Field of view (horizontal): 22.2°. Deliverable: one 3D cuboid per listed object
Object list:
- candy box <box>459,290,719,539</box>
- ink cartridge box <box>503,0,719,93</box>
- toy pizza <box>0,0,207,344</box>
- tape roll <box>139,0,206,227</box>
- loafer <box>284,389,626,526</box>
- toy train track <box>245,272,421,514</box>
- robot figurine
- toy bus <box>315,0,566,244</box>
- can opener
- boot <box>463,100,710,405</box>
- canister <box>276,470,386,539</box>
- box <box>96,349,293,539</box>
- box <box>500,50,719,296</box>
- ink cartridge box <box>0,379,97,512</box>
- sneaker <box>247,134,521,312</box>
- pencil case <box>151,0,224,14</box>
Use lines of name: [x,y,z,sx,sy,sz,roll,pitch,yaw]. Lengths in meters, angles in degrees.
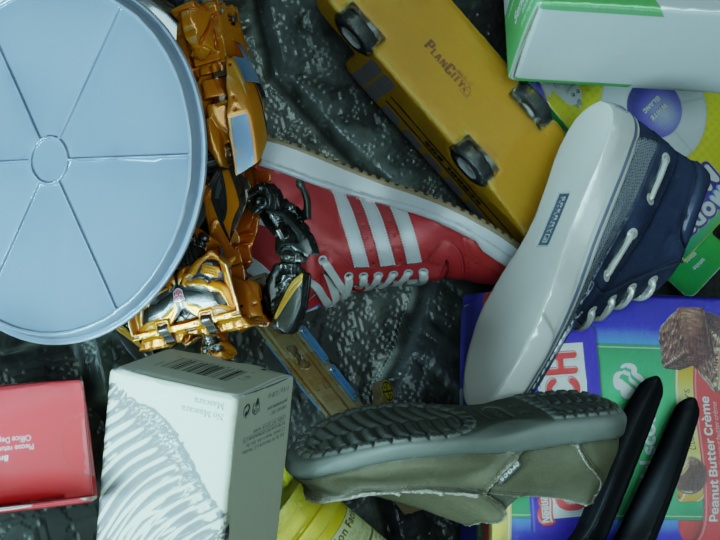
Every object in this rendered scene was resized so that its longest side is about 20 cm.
candy box: [0.165,0.100,1.158,0.198,0.077,0.171,2,84,-10]
ink cartridge box: [0.162,-0.218,1.130,0.144,0.084,0.202,2,61,-7]
toy pizza: [-0.164,-0.060,1.016,0.198,0.032,0.203,-1,89,29]
tape roll: [-0.183,-0.077,1.106,0.198,0.066,0.203,1,86,-10]
loafer: [0.056,0.113,1.016,0.198,0.075,0.070,-4,103,-15]
toy train track: [-0.012,0.071,1.111,0.201,0.114,0.033,53,33,-30]
robot figurine: [-0.101,-0.042,1.035,0.144,0.058,0.202,-14,82,23]
toy bus: [0.056,-0.110,1.147,0.065,0.078,0.200,-43,95,-13]
can opener: [0.151,0.154,1.080,0.063,0.079,0.201,39,64,-12]
boot: [0.140,0.007,1.095,0.090,0.073,0.201,28,86,-25]
canister: [0.007,0.207,1.087,0.200,0.148,0.087,42,80,-8]
box: [-0.093,0.149,0.975,0.081,0.068,0.202,9,100,22]
box: [0.188,-0.092,1.184,0.117,0.048,0.200,-44,97,-18]
ink cartridge box: [-0.209,0.099,1.021,0.115,0.200,0.068,-6,87,-11]
sneaker: [0.000,0.000,1.135,0.198,0.071,0.114,20,80,-3]
pencil case: [-0.062,-0.231,1.102,0.078,0.090,0.200,42,66,9]
